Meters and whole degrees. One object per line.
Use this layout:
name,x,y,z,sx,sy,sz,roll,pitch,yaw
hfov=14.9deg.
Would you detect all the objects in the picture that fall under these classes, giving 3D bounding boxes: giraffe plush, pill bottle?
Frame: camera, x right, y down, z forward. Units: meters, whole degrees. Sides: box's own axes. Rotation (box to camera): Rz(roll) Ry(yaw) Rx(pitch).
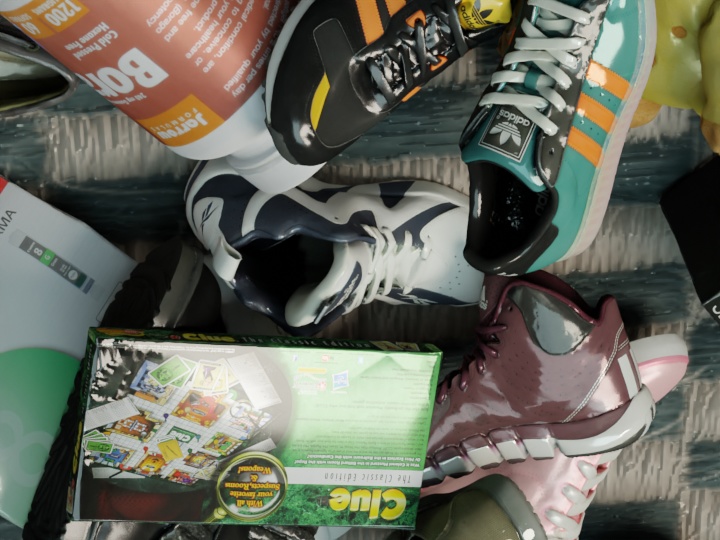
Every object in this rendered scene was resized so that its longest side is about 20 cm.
giraffe plush,0.157,-0.120,1.484,0.161,0.173,0.200,-16,134,28
pill bottle,-0.096,-0.131,1.456,0.112,0.112,0.200,-42,120,17

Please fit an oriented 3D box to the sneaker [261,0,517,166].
sneaker,0.030,-0.132,1.428,0.200,0.090,0.070,-51,128,-25

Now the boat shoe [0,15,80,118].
boat shoe,-0.245,-0.112,1.481,0.199,0.065,0.074,-8,122,0

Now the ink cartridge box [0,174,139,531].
ink cartridge box,-0.220,0.025,1.531,0.200,0.050,0.161,38,77,-25

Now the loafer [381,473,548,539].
loafer,0.039,0.168,1.568,0.069,0.200,0.075,-28,80,-24

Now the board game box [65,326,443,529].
board game box,-0.057,0.087,1.487,0.199,0.023,0.105,4,102,-22

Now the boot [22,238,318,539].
boot,-0.085,0.101,1.537,0.157,0.079,0.212,20,96,-24

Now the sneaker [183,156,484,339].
sneaker,0.000,0.000,1.536,0.198,0.130,0.080,21,117,-18

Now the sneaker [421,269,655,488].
sneaker,0.061,0.053,1.559,0.199,0.076,0.116,-11,105,8

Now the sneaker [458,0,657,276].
sneaker,0.097,-0.086,1.412,0.071,0.080,0.201,24,121,30

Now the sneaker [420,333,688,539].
sneaker,0.123,0.122,1.627,0.200,0.105,0.075,-31,163,18

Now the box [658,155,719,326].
box,0.298,-0.024,1.558,0.200,0.125,0.149,-37,119,14

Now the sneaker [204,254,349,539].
sneaker,-0.040,0.065,1.617,0.084,0.073,0.201,-31,119,-18
